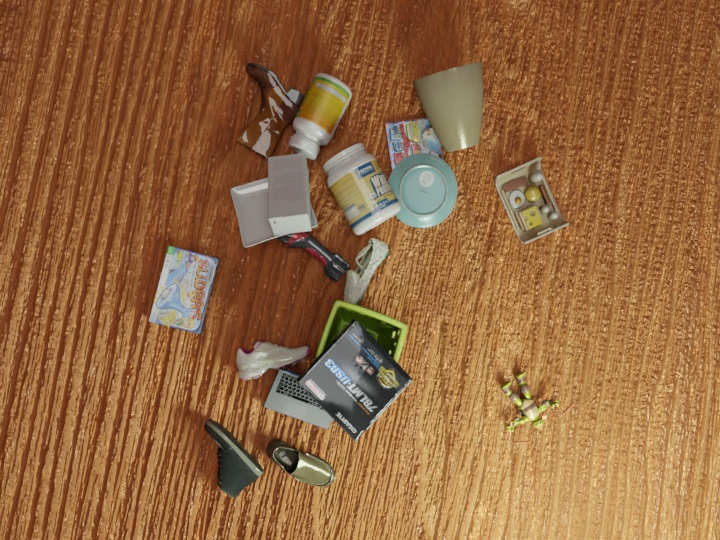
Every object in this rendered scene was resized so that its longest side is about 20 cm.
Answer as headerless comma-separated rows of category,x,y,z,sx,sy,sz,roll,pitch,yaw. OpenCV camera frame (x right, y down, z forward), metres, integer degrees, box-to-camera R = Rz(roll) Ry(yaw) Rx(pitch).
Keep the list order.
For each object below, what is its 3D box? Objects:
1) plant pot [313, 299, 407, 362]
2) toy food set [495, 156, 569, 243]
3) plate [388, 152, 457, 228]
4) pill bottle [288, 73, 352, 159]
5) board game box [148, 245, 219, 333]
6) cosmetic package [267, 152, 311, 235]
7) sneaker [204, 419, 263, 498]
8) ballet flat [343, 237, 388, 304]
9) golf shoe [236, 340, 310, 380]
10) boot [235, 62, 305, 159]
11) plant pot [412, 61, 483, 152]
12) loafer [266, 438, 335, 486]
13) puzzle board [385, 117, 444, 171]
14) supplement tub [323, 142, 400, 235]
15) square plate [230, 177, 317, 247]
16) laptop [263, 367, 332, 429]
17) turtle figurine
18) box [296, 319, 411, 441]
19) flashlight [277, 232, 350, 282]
plant pot,-0.009,0.197,1.554,0.197,0.181,0.202,19,85,-4
toy food set,0.472,-0.192,1.676,0.142,0.060,0.203,-24,89,-6
plate,0.169,-0.216,1.653,0.196,0.026,0.204,-1,96,-5
pill bottle,-0.111,-0.401,1.606,0.110,0.111,0.202,26,85,-4
board game box,-0.458,0.051,1.593,0.133,0.034,0.204,14,86,-4
cosmetic package,-0.180,-0.195,1.548,0.100,0.072,0.203,-6,58,1
sneaker,-0.352,0.484,1.564,0.106,0.075,0.200,-43,93,-8
ballet flat,0.000,0.000,1.618,0.071,0.072,0.202,32,78,-3
golf shoe,-0.230,0.219,1.590,0.197,0.075,0.093,-16,86,-7
boot,-0.269,-0.425,1.630,0.187,0.068,0.201,34,92,-10
plant pot,0.250,-0.425,1.619,0.184,0.187,0.203,-16,102,-6
loafer,-0.157,0.508,1.585,0.198,0.067,0.077,25,86,-4
puzzle board,0.154,-0.314,1.674,0.148,0.017,0.204,-9,89,-5
supplement tub,0.002,-0.211,1.591,0.143,0.145,0.202,-30,91,-6
square plate,-0.226,-0.160,1.590,0.195,0.029,0.202,-16,59,-6
laptop,-0.131,0.326,1.527,0.185,0.116,0.202,22,111,-10
turtle figurine,0.459,0.359,1.650,0.198,0.064,0.163,-31,83,3
box,-0.014,0.255,1.431,0.198,0.050,0.200,-44,96,-10
flashlight,-0.127,-0.048,1.616,0.199,0.068,0.068,41,58,-6
